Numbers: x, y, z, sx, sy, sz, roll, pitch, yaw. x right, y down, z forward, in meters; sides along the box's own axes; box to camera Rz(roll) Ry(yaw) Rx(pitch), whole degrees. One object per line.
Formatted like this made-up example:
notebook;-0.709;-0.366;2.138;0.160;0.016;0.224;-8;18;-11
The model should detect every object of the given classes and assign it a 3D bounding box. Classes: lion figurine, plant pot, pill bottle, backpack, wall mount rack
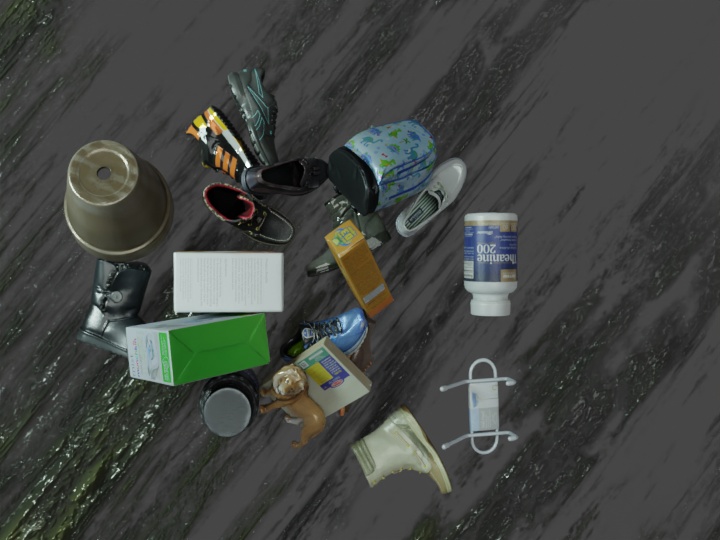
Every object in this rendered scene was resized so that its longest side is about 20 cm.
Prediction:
lion figurine;-0.116;0.259;1.298;0.120;0.074;0.201;-24;128;20
plant pot;-0.439;-0.139;1.204;0.194;0.174;0.206;3;72;-8
pill bottle;-0.243;0.239;1.264;0.108;0.200;0.116;0;93;-9
backpack;0.057;-0.206;1.317;0.196;0.164;0.157;-8;132;-33
wall mount rack;0.240;0.291;1.412;0.168;0.075;0.207;-3;92;-9
pill bottle;0.265;-0.013;1.385;0.108;0.111;0.207;-1;92;-9

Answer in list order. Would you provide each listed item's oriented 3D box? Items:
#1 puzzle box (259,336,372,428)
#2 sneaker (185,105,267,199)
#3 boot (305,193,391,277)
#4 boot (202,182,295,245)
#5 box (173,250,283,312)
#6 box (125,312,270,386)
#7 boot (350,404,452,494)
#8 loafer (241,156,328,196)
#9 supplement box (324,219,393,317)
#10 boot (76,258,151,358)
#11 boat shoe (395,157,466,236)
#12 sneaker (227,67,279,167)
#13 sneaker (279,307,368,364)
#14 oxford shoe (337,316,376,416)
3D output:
puzzle box;-0.087;0.221;1.312;0.198;0.026;0.133;-35;107;33
sneaker;-0.257;-0.212;1.318;0.089;0.070;0.203;-32;97;9
boot;-0.044;-0.080;1.362;0.196;0.068;0.133;-27;90;-13
boot;-0.211;-0.106;1.280;0.197;0.150;0.074;30;87;-9
box;-0.244;0.018;1.279;0.194;0.152;0.110;0;92;-10
box;-0.293;0.137;1.226;0.197;0.174;0.100;-8;94;-42
boot;0.085;0.401;1.392;0.153;0.072;0.203;-33;92;-7
loafer;-0.130;-0.179;1.296;0.196;0.062;0.074;-14;95;-38
supplement box;0.000;0.000;1.308;0.068;0.067;0.201;-35;138;-5
boot;-0.425;0.075;1.288;0.195;0.076;0.173;19;93;-4
boat shoe;0.153;-0.146;1.383;0.073;0.067;0.201;39;86;-9
sneaker;-0.190;-0.295;1.316;0.077;0.075;0.205;-21;96;-10
sneaker;-0.072;0.132;1.309;0.197;0.089;0.080;-32;55;15
oxford shoe;-0.009;0.193;1.369;0.071;0.071;0.206;9;90;-14
